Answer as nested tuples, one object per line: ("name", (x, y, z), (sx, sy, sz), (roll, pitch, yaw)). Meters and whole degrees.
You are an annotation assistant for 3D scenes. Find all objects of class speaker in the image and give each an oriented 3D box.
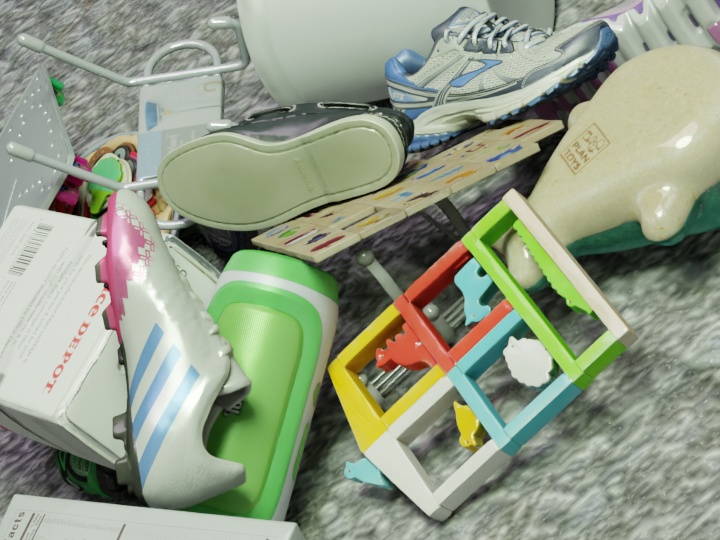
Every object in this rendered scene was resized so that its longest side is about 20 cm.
("speaker", (-0.074, 0.093, 1.271), (0.088, 0.088, 0.202), (4, 73, 39))

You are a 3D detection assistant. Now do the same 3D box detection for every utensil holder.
("utensil holder", (0.030, -0.216, 1.528), (0.198, 0.171, 0.171), (-7, 44, 26))

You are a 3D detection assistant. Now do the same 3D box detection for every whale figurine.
("whale figurine", (0.178, -0.053, 1.292), (0.200, 0.104, 0.159), (-39, 36, 6))

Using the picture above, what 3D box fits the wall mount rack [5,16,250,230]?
("wall mount rack", (-0.169, -0.122, 1.492), (0.172, 0.075, 0.201), (-8, 48, 5))

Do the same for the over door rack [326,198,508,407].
("over door rack", (0.000, 0.000, 1.387), (0.148, 0.067, 0.200), (-41, 37, -12))

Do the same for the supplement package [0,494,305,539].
("supplement package", (-0.126, 0.215, 1.177), (0.198, 0.110, 0.114), (3, 48, 26))

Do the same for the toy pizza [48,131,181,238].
("toy pizza", (-0.212, -0.018, 1.532), (0.199, 0.032, 0.202), (-25, 52, 37))

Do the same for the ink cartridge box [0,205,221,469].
("ink cartridge box", (-0.194, 0.044, 1.356), (0.199, 0.085, 0.146), (10, 65, 51))

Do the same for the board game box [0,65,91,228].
("board game box", (-0.281, -0.041, 1.587), (0.201, 0.026, 0.200), (-58, 26, 15))

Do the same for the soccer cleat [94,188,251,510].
("soccer cleat", (-0.112, 0.046, 1.221), (0.085, 0.070, 0.202), (-8, 77, 1))

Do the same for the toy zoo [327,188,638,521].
("toy zoo", (0.062, 0.062, 1.245), (0.200, 0.020, 0.132), (-43, 57, 11))

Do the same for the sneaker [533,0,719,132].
("sneaker", (0.209, -0.168, 1.419), (0.199, 0.081, 0.089), (-30, 9, 26))

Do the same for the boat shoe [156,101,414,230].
("boat shoe", (-0.049, -0.081, 1.394), (0.198, 0.075, 0.066), (-15, 18, 31))

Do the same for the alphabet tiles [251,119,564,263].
("alphabet tiles", (0.034, -0.056, 1.327), (0.199, 0.008, 0.167), (-26, 11, -13))

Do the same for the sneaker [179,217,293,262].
("sneaker", (-0.109, -0.064, 1.553), (0.087, 0.075, 0.200), (-28, 35, -25))

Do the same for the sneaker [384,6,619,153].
("sneaker", (0.089, -0.147, 1.397), (0.199, 0.086, 0.077), (-18, 5, 40))

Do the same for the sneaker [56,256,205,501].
("sneaker", (-0.157, 0.070, 1.415), (0.085, 0.078, 0.201), (0, 48, 37))
